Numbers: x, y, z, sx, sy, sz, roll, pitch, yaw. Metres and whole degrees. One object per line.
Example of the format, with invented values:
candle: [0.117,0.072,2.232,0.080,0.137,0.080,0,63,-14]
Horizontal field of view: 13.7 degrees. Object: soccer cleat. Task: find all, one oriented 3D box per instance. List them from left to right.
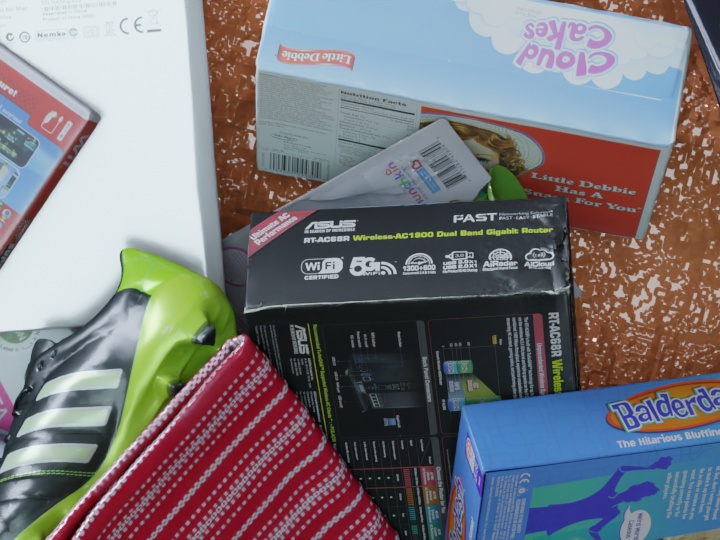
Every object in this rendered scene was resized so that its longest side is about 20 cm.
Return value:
soccer cleat: [-0.133,0.081,1.365,0.081,0.068,0.200,32,82,34]

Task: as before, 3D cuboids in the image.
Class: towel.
towel: [-0.057,0.137,1.391,0.145,0.200,0.022,-48,47,-13]

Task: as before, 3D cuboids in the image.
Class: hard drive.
hard drive: [-0.137,-0.074,1.427,0.131,0.026,0.201,-5,95,-3]

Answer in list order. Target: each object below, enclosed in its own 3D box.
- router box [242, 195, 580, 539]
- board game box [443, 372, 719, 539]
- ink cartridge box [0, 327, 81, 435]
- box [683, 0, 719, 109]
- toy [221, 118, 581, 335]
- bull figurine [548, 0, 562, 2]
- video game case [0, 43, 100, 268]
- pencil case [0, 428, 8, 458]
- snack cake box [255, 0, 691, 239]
router box: [0.030,0.053,1.425,0.149,0.062,0.200,-2,139,5]
board game box: [0.141,0.116,1.426,0.199,0.045,0.152,-6,136,-12]
ink cartridge box: [-0.192,0.085,1.495,0.164,0.075,0.200,-28,92,7]
box: [0.273,-0.076,1.405,0.199,0.104,0.183,-19,123,5]
toy: [0.000,0.000,1.466,0.200,0.047,0.115,-26,116,33]
bull figurine: [0.023,-0.186,1.466,0.199,0.065,0.122,13,99,4]
video game case: [-0.233,-0.029,1.398,0.143,0.017,0.200,35,94,13]
pencil case: [-0.210,0.167,1.426,0.083,0.091,0.201,24,97,41]
snack cake box: [0.051,-0.082,1.439,0.199,0.115,0.067,11,66,2]
